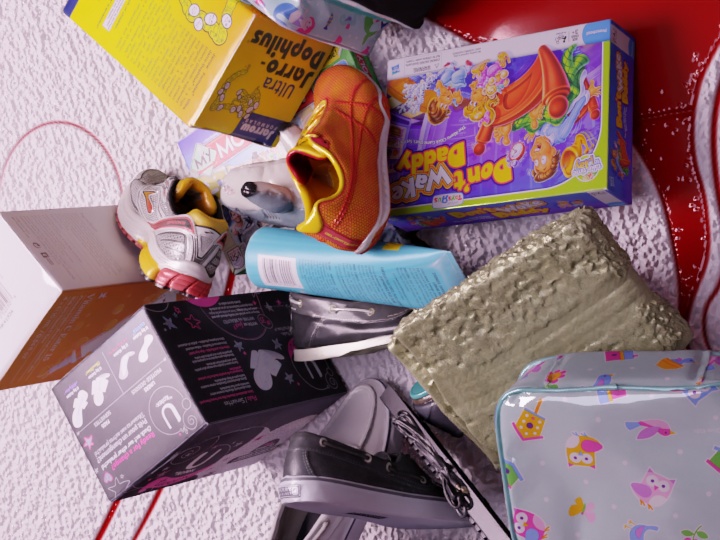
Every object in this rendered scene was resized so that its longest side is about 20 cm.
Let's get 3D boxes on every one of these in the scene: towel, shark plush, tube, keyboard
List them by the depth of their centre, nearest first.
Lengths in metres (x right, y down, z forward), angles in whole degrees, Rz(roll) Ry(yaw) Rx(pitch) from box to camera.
[{"bbox_3d":[0.132,0.051,1.279,0.200,0.037,0.148,-35,102,25],"label":"towel"},{"bbox_3d":[0.070,0.162,1.325,0.021,0.127,0.200,-40,48,0],"label":"keyboard"},{"bbox_3d":[0.000,0.000,1.356,0.200,0.077,0.050,8,61,34],"label":"tube"},{"bbox_3d":[-0.018,-0.049,1.419,0.199,0.091,0.083,15,138,-4],"label":"shark plush"}]

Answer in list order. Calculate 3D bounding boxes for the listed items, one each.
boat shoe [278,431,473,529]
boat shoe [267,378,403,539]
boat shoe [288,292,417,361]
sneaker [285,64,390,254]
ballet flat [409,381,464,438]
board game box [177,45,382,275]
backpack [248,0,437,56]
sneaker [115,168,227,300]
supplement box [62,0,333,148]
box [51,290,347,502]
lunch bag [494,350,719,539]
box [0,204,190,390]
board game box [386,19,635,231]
[{"bbox_3d":[0.021,0.169,1.350,0.069,0.200,0.057,-14,67,45],"label":"boat shoe"},{"bbox_3d":[-0.027,0.170,1.397,0.072,0.066,0.200,6,62,44],"label":"boat shoe"},{"bbox_3d":[0.031,0.032,1.393,0.199,0.072,0.068,-8,84,26],"label":"boat shoe"},{"bbox_3d":[-0.020,-0.101,1.343,0.073,0.077,0.200,-50,30,33],"label":"sneaker"},{"bbox_3d":[0.131,0.072,1.346,0.200,0.073,0.073,-35,75,23],"label":"ballet flat"},{"bbox_3d":[-0.057,-0.099,1.472,0.200,0.029,0.135,-31,78,31],"label":"board game box"},{"bbox_3d":[-0.036,-0.275,1.358,0.151,0.177,0.200,-49,64,19],"label":"backpack"},{"bbox_3d":[-0.154,-0.046,1.477,0.082,0.078,0.200,-62,29,13],"label":"sneaker"},{"bbox_3d":[-0.139,-0.207,1.447,0.200,0.109,0.110,42,109,33],"label":"supplement box"},{"bbox_3d":[-0.132,0.103,1.432,0.132,0.200,0.115,-40,71,29],"label":"box"},{"bbox_3d":[0.197,0.141,1.228,0.199,0.077,0.161,-3,108,22],"label":"lunch bag"},{"bbox_3d":[-0.251,0.020,1.503,0.098,0.200,0.124,48,117,20],"label":"box"},{"bbox_3d":[0.113,-0.110,1.329,0.200,0.045,0.135,-7,73,33],"label":"board game box"}]
